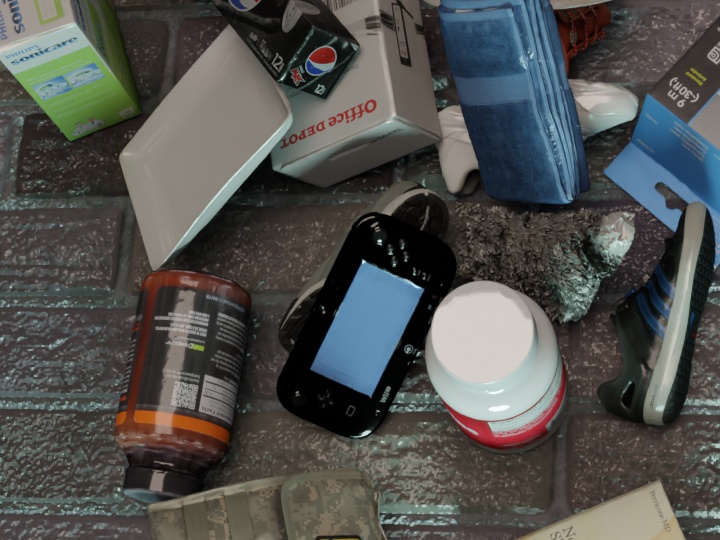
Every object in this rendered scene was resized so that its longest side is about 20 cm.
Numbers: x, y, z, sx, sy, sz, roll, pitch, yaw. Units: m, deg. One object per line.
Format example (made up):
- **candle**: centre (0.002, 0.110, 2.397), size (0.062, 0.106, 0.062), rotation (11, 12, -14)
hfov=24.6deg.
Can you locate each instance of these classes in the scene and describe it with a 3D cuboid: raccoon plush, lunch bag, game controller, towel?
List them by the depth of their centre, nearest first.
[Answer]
- **lunch bag**: centre (-0.066, 0.264, 1.399), size (0.197, 0.118, 0.166), rotation (-12, 66, -1)
- **towel**: centre (0.128, -0.151, 1.415), size (0.111, 0.202, 0.048), rotation (5, 32, 42)
- **raccoon plush**: centre (0.150, -0.035, 1.431), size (0.132, 0.200, 0.098), rotation (16, 61, -3)
- **game controller**: centre (0.005, 0.050, 1.467), size (0.103, 0.042, 0.202), rotation (26, 103, -2)

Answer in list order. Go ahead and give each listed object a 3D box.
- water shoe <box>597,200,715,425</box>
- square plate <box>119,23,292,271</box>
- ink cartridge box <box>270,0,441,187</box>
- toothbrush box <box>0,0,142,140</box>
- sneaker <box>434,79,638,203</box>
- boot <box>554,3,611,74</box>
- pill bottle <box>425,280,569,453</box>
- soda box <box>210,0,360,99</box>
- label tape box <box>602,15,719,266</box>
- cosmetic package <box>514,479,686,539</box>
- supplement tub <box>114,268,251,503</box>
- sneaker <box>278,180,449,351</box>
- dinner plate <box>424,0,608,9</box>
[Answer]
- **water shoe**: centre (0.256, 0.032, 1.443), size (0.078, 0.071, 0.203), rotation (9, 78, 25)
- **square plate**: centre (-0.142, -0.121, 1.540), size (0.200, 0.028, 0.199), rotation (-47, 37, 17)
- **ink cartridge box**: centre (-0.016, -0.197, 1.549), size (0.145, 0.084, 0.203), rotation (-20, 68, 32)
- **toothbrush box**: centre (-0.292, -0.238, 1.584), size (0.085, 0.200, 0.147), rotation (-20, 68, 5)
- **sneaker**: centre (0.163, -0.114, 1.517), size (0.198, 0.078, 0.101), rotation (-12, 79, 23)
- **boot**: centre (0.180, -0.221, 1.502), size (0.106, 0.076, 0.201), rotation (-7, 29, 1)
- **pill bottle**: centre (0.115, 0.080, 1.391), size (0.111, 0.200, 0.114), rotation (-4, 71, 11)
- **soda box**: centre (-0.085, -0.246, 1.515), size (0.064, 0.070, 0.200), rotation (-53, 52, 20)
- **label tape box**: centre (0.334, -0.128, 1.486), size (0.144, 0.063, 0.200), rotation (42, 84, 21)
- **cosmetic package**: centre (0.182, 0.265, 1.385), size (0.198, 0.071, 0.106), rotation (-25, 68, 3)
- **supplement tub**: centre (-0.164, 0.108, 1.493), size (0.105, 0.107, 0.203), rotation (5, 73, 14)
- **sneaker**: centre (0.000, 0.000, 1.521), size (0.200, 0.074, 0.079), rotation (-47, 27, 6)
- **dinner plate**: centre (0.153, -0.264, 1.500), size (0.197, 0.200, 0.025), rotation (2, 112, 13)
